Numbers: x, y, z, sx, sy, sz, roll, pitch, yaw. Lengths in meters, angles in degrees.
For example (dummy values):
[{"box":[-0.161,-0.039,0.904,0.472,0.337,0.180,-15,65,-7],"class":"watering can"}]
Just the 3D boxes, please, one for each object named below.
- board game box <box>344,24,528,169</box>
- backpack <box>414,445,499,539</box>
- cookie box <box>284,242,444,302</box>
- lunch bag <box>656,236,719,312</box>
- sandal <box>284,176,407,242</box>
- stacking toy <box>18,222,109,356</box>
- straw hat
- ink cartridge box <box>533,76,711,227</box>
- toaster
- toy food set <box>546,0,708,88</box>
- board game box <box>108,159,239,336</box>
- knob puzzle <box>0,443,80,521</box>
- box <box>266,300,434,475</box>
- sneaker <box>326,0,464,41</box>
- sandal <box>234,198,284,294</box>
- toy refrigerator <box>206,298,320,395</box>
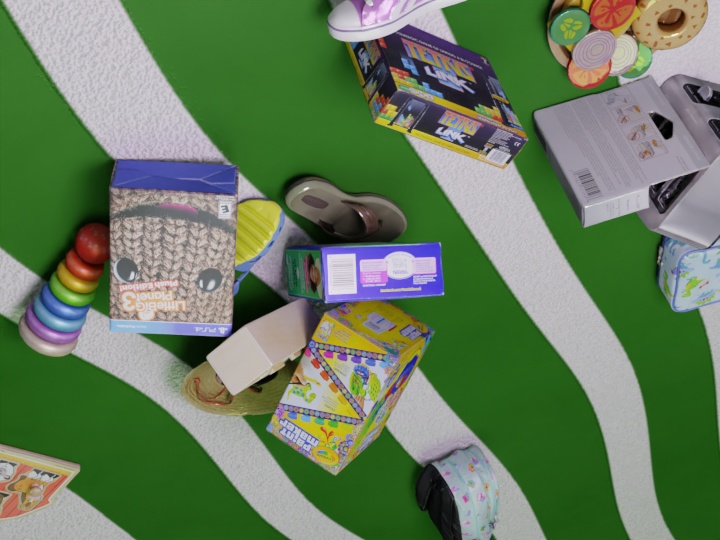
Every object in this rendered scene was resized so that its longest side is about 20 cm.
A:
[{"box":[0.091,-0.220,1.418,0.199,0.166,0.057,15,130,-32],"class":"board game box"},{"box":[0.183,0.416,2.155,0.126,0.167,0.201,-27,139,-20],"class":"backpack"},{"box":[0.000,0.000,1.603,0.169,0.200,0.076,-3,91,-18],"class":"cookie box"},{"box":[0.576,-0.019,1.873,0.198,0.083,0.162,-15,137,-5],"class":"lunch bag"},{"box":[-0.020,-0.070,1.616,0.200,0.058,0.080,14,130,-38],"class":"sandal"},{"box":[-0.387,0.018,1.571,0.085,0.086,0.201,14,123,-31],"class":"stacking toy"},{"box":[-0.172,0.138,1.763,0.199,0.086,0.202,-3,144,-2],"class":"straw hat"},{"box":[0.340,-0.161,1.546,0.172,0.201,0.044,-16,137,-1],"class":"ink cartridge box"},{"box":[0.456,-0.146,1.624,0.118,0.182,0.201,14,128,-28],"class":"toaster"},{"box":[0.330,-0.320,1.488,0.197,0.049,0.199,-38,135,21],"class":"toy food set"},{"box":[-0.237,-0.028,1.493,0.158,0.097,0.202,2,117,-6],"class":"board game box"},{"box":[-0.581,0.361,1.895,0.217,0.031,0.221,-11,138,-9],"class":"knob puzzle"},{"box":[-0.011,0.153,1.662,0.194,0.121,0.200,-62,168,16],"class":"box"},{"box":[0.043,-0.347,1.346,0.199,0.073,0.115,-26,135,-8],"class":"sneaker"},{"box":[-0.174,-0.022,1.615,0.200,0.080,0.087,-44,164,19],"class":"sandal"},{"box":[-0.120,0.101,1.581,0.076,0.070,0.200,-38,175,21],"class":"toy refrigerator"}]
